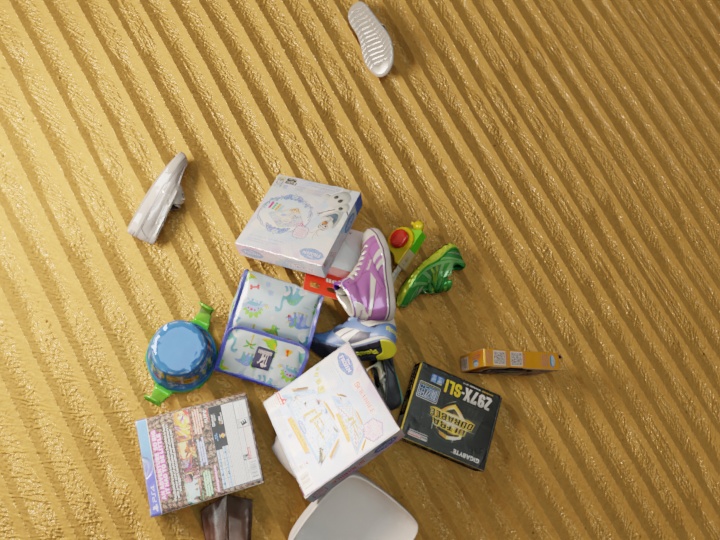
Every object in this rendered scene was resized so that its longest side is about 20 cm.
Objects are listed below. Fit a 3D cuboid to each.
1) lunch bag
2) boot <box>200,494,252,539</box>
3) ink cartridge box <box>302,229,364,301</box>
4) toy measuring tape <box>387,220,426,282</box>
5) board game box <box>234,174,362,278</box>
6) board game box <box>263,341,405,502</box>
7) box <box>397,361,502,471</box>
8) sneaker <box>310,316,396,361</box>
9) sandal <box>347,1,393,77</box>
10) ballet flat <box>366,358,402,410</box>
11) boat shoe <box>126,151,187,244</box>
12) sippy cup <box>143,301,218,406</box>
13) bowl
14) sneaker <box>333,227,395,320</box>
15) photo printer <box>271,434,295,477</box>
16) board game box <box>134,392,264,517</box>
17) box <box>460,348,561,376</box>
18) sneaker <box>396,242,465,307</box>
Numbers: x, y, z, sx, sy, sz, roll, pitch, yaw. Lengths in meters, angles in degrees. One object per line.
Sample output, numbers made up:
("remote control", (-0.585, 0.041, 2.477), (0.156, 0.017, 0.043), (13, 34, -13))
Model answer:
("lunch bag", (-0.179, 0.119, 1.125), (0.167, 0.127, 0.204), (18, 82, -12))
("boot", (-0.274, 0.507, 1.015), (0.183, 0.064, 0.205), (0, 78, -29))
("ink cartridge box", (-0.029, -0.018, 1.183), (0.159, 0.058, 0.201), (16, 30, -10))
("toy measuring tape", (0.073, -0.028, 1.268), (0.073, 0.074, 0.202), (35, 87, -2))
("board game box", (-0.122, -0.095, 1.174), (0.196, 0.044, 0.201), (14, 55, 19))
("board game box", (-0.052, 0.265, 1.035), (0.198, 0.041, 0.201), (-34, 55, 0))
("box", (0.183, 0.304, 1.204), (0.197, 0.049, 0.162), (24, 68, -7))
("sneaker", (-0.013, 0.133, 1.154), (0.196, 0.074, 0.083), (-6, 49, 25))
("sandal", (0.035, -0.564, 1.405), (0.049, 0.082, 0.206), (-1, 67, -59))
("ballet flat", (0.037, 0.186, 1.184), (0.071, 0.073, 0.205), (-8, 79, -17))
("boat shoe", (-0.394, -0.146, 1.170), (0.068, 0.071, 0.203), (34, 61, -26))
("sippy cup", (-0.332, 0.151, 1.065), (0.137, 0.130, 0.182), (-6, 77, -16))
("bowl", (-0.020, 0.469, 1.053), (0.200, 0.075, 0.200), (42, 89, -18))
("sneaker", (0.000, 0.000, 1.121), (0.112, 0.073, 0.204), (3, 55, -17))
("photo printer", (-0.062, 0.315, 1.116), (0.165, 0.069, 0.201), (37, 76, -2))
("board game box", (-0.288, 0.328, 1.045), (0.196, 0.097, 0.163), (-11, 78, -17))
("box", (0.327, 0.198, 1.233), (0.195, 0.119, 0.042), (7, 73, -12))
("sneaker", (0.158, 0.019, 1.263), (0.199, 0.074, 0.084), (-39, 83, -21))
